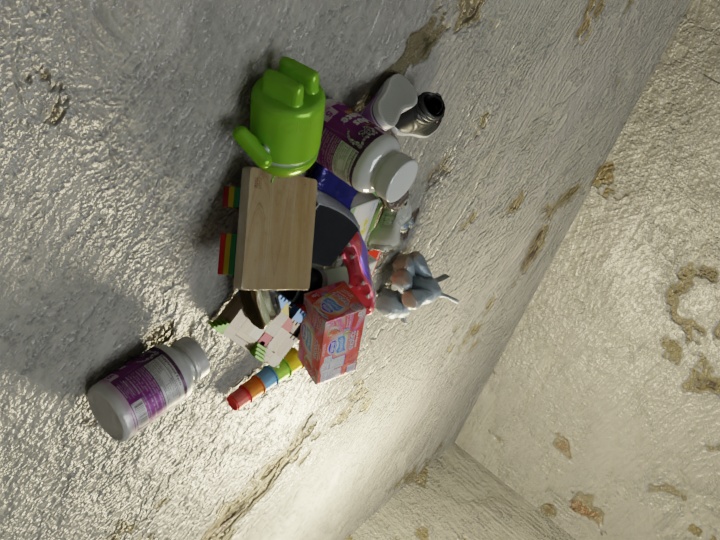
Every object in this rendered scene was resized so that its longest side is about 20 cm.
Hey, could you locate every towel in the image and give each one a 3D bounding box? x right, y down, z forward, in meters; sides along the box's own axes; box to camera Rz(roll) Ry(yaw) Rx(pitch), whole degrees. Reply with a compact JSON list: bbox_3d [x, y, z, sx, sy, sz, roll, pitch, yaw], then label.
[{"bbox_3d":[-0.075,-0.132,1.701,0.147,0.050,0.201,-10,133,-51],"label":"towel"}]

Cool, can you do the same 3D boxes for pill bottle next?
[{"bbox_3d":[-0.365,0.199,1.510,0.200,0.112,0.113,-35,152,-39],"label":"pill bottle"},{"bbox_3d":[-0.002,-0.206,1.503,0.112,0.200,0.112,-43,156,-25],"label":"pill bottle"}]

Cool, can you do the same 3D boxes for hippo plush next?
[{"bbox_3d":[0.120,0.049,2.287,0.199,0.160,0.161,-4,159,-44],"label":"hippo plush"}]

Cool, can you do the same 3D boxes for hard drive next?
[{"bbox_3d":[-0.078,-0.076,1.666,0.135,0.042,0.200,-52,153,5],"label":"hard drive"}]

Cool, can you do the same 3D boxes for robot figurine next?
[{"bbox_3d":[-0.117,-0.233,1.364,0.176,0.115,0.200,-52,162,-38],"label":"robot figurine"}]

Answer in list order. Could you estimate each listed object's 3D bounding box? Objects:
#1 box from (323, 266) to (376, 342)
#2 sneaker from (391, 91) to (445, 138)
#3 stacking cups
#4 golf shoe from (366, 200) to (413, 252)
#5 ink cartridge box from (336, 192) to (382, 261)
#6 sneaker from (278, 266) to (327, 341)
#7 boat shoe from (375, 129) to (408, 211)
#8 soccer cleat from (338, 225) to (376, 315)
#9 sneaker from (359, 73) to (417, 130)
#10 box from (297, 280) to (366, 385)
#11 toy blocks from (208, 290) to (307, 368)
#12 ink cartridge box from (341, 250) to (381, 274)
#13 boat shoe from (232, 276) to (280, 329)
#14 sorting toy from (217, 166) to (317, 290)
[{"bbox_3d":[-0.057,0.097,1.950,0.124,0.098,0.201,-11,138,-26],"label":"box"},{"bbox_3d":[0.144,-0.321,1.769,0.099,0.071,0.200,-21,179,34],"label":"sneaker"},{"bbox_3d":[-0.219,0.251,1.964,0.200,0.060,0.061,-35,152,-33],"label":"stacking cups"},{"bbox_3d":[0.064,-0.113,1.961,0.200,0.078,0.098,-57,150,-56],"label":"golf shoe"},{"bbox_3d":[0.004,-0.110,1.889,0.200,0.048,0.146,-23,143,-48],"label":"ink cartridge box"},{"bbox_3d":[-0.154,0.080,1.821,0.114,0.075,0.201,1,121,-57],"label":"sneaker"},{"bbox_3d":[0.041,-0.213,1.779,0.074,0.073,0.201,-33,131,-25],"label":"boat shoe"},{"bbox_3d":[0.000,0.000,1.819,0.076,0.066,0.201,-48,129,-45],"label":"soccer cleat"},{"bbox_3d":[0.032,-0.306,1.649,0.114,0.073,0.201,-29,-167,36],"label":"sneaker"},{"bbox_3d":[-0.064,0.133,1.818,0.102,0.095,0.201,-19,140,-26],"label":"box"},{"bbox_3d":[-0.188,0.096,1.701,0.200,0.100,0.137,39,88,-37],"label":"toy blocks"},{"bbox_3d":[-0.007,0.044,2.100,0.173,0.043,0.201,-24,143,-49],"label":"ink cartridge box"},{"bbox_3d":[-0.193,0.013,1.598,0.065,0.073,0.201,-37,135,-37],"label":"boat shoe"},{"bbox_3d":[-0.163,-0.069,1.495,0.199,0.069,0.201,2,92,-60],"label":"sorting toy"}]
